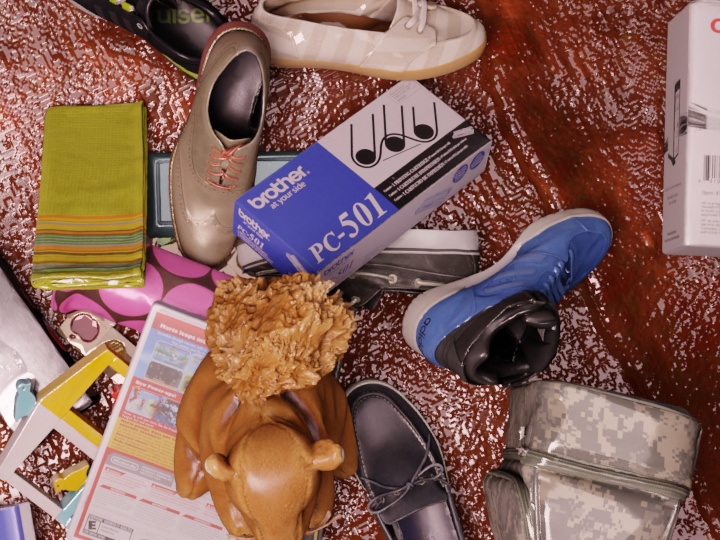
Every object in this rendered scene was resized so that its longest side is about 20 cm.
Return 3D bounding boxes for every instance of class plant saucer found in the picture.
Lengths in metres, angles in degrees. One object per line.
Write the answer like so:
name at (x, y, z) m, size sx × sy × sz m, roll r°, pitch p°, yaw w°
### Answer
plant saucer at (-0.076, -0.065, 1.444) m, size 0.199 × 0.019 × 0.070 m, roll -2°, pitch 84°, yaw -5°

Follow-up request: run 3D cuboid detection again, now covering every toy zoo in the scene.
toy zoo at (-0.193, 0.148, 1.383) m, size 0.131 × 0.020 × 0.200 m, roll -47°, pitch 113°, yaw -1°

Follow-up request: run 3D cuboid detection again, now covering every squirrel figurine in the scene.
squirrel figurine at (-0.068, 0.099, 1.250) m, size 0.141 × 0.187 × 0.201 m, roll 0°, pitch 101°, yaw -2°

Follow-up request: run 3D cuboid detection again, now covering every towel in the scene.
towel at (-0.210, -0.063, 1.378) m, size 0.085 × 0.018 × 0.201 m, roll -1°, pitch 47°, yaw -5°

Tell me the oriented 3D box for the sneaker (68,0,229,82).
sneaker at (-0.171, -0.223, 1.418) m, size 0.199 × 0.083 × 0.072 m, roll 32°, pitch 85°, yaw -2°

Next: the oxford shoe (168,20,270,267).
oxford shoe at (-0.112, -0.091, 1.377) m, size 0.070 × 0.075 × 0.201 m, roll 6°, pitch 108°, yaw -9°

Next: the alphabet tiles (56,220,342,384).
alphabet tiles at (-0.120, 0.053, 1.444) m, size 0.200 × 0.008 × 0.167 m, roll 41°, pitch 84°, yaw -1°

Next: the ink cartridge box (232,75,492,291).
ink cartridge box at (0.002, -0.067, 1.388) m, size 0.094 × 0.044 × 0.200 m, roll 40°, pitch 59°, yaw 21°

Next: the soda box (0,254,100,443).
soda box at (-0.293, 0.042, 1.404) m, size 0.071 × 0.063 × 0.201 m, roll -35°, pitch 89°, yaw -5°

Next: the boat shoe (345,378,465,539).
boat shoe at (0.041, 0.181, 1.420) m, size 0.074 × 0.062 × 0.201 m, roll -21°, pitch 87°, yaw -3°

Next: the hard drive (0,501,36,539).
hard drive at (-0.298, 0.290, 1.378) m, size 0.131 × 0.025 × 0.201 m, roll -12°, pitch 87°, yaw 27°

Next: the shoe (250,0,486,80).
shoe at (0.007, -0.196, 1.427) m, size 0.199 × 0.054 × 0.070 m, roll -1°, pitch 50°, yaw -9°

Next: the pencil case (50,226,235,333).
pencil case at (-0.144, 0.034, 1.399) m, size 0.199 × 0.094 × 0.091 m, roll 25°, pitch 41°, yaw -2°

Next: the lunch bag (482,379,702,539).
lunch bag at (0.171, 0.177, 1.360) m, size 0.138 × 0.200 × 0.169 m, roll 11°, pitch 85°, yaw -3°

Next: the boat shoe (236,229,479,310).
boat shoe at (0.000, 0.000, 1.423) m, size 0.199 × 0.071 × 0.064 m, roll -1°, pitch 87°, yaw -7°

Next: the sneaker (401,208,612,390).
sneaker at (0.142, 0.026, 1.392) m, size 0.199 × 0.111 × 0.077 m, roll -26°, pitch 125°, yaw -21°

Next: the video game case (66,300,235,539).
video game case at (-0.128, 0.140, 1.360) m, size 0.142 × 0.017 × 0.201 m, roll 21°, pitch 99°, yaw -6°

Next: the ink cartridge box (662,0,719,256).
ink cartridge box at (0.328, -0.113, 1.445) m, size 0.145 × 0.084 × 0.201 m, roll 3°, pitch 86°, yaw -3°

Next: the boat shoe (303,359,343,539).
boat shoe at (-0.038, 0.144, 1.409) m, size 0.060 × 0.072 × 0.202 m, roll 13°, pitch 97°, yaw -7°
